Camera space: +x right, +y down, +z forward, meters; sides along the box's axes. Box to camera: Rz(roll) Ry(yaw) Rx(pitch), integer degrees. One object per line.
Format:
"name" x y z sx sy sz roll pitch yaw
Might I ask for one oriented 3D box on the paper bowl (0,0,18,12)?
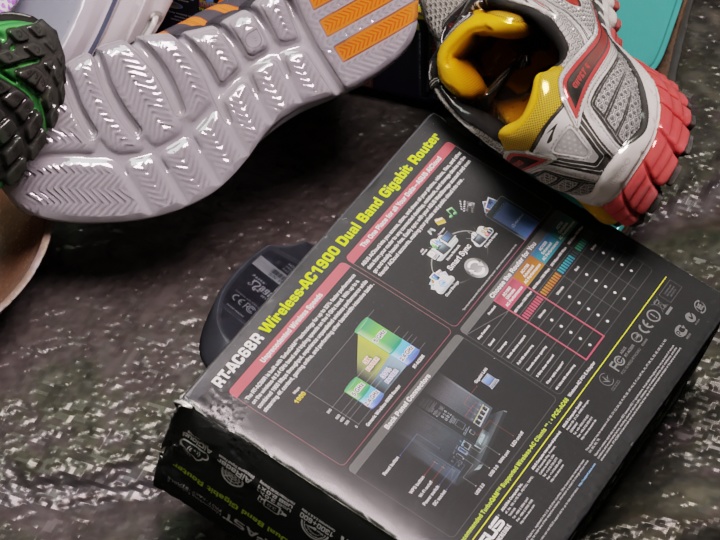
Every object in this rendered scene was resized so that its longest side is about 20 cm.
"paper bowl" -0.242 -0.171 1.150 0.104 0.201 0.201 -26 32 33

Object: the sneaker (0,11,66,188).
"sneaker" -0.215 -0.055 1.091 0.200 0.078 0.085 -27 43 -4

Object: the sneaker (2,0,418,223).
"sneaker" -0.071 -0.078 1.178 0.200 0.078 0.112 -25 7 -11

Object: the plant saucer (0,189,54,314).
"plant saucer" -0.230 -0.011 1.149 0.200 0.037 0.201 0 44 0

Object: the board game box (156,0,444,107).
"board game box" 0.008 -0.161 1.297 0.200 0.057 0.165 15 43 15

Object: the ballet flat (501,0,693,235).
"ballet flat" 0.108 -0.076 1.188 0.068 0.068 0.200 23 80 -2

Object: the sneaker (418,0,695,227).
"sneaker" 0.066 -0.096 1.107 0.082 0.078 0.200 24 17 -30

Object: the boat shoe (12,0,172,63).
"boat shoe" -0.102 -0.162 1.215 0.073 0.065 0.200 26 83 39

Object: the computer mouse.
"computer mouse" 0.000 0.000 1.149 0.059 0.034 0.200 39 48 16

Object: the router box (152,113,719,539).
"router box" 0.035 0.047 1.051 0.150 0.062 0.200 33 50 10
